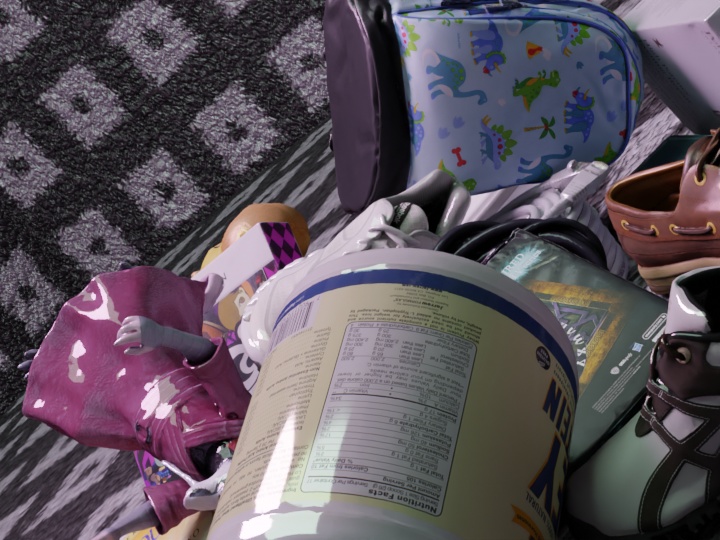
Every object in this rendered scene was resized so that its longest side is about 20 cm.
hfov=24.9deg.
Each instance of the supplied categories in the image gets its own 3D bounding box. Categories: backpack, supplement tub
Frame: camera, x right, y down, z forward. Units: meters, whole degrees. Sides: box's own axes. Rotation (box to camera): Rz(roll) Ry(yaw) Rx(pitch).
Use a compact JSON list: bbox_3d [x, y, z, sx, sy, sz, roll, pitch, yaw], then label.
[{"bbox_3d":[0.090,-0.121,1.101,0.199,0.164,0.154,-7,13,-24],"label":"backpack"},{"bbox_3d":[0.012,0.106,0.695,0.145,0.145,0.200,-34,30,42],"label":"supplement tub"}]

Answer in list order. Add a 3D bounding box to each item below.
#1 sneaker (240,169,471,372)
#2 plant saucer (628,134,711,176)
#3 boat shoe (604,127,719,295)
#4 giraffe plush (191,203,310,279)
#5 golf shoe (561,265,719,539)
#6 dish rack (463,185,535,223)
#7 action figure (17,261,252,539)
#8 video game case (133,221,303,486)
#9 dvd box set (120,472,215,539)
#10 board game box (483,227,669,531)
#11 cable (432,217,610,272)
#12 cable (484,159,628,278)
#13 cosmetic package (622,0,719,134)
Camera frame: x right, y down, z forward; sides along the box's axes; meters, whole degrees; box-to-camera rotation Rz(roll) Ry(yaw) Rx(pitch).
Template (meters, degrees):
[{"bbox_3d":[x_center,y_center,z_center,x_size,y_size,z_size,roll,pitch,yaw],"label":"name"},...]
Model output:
[{"bbox_3d":[0.000,0.000,0.986,0.200,0.075,0.081,-43,-5,-45],"label":"sneaker"},{"bbox_3d":[0.217,-0.062,1.051,0.070,0.019,0.200,-43,9,-3],"label":"plant saucer"},{"bbox_3d":[0.200,-0.041,0.873,0.072,0.068,0.200,-48,11,-27],"label":"boat shoe"},{"bbox_3d":[-0.046,0.019,1.190,0.200,0.162,0.173,-60,-23,-2],"label":"giraffe plush"},{"bbox_3d":[0.145,0.044,0.670,0.200,0.094,0.078,-38,12,35],"label":"golf shoe"},{"bbox_3d":[0.087,-0.047,1.427,0.200,0.044,0.172,-49,12,-27],"label":"dish rack"},{"bbox_3d":[-0.104,0.088,0.927,0.149,0.200,0.134,7,-68,-49],"label":"action figure"},{"bbox_3d":[-0.077,0.099,1.059,0.181,0.201,0.036,-37,-24,34],"label":"video game case"},{"bbox_3d":[-0.109,0.211,0.895,0.146,0.029,0.200,-47,32,14],"label":"dvd box set"},{"bbox_3d":[0.067,0.075,0.827,0.200,0.028,0.135,-45,45,-15],"label":"board game box"},{"bbox_3d":[0.066,0.053,0.898,0.200,0.051,0.163,-47,39,-5],"label":"cable"},{"bbox_3d":[0.080,0.030,1.053,0.200,0.069,0.200,-51,12,-30],"label":"cable"},{"bbox_3d":[0.243,-0.144,1.055,0.074,0.102,0.200,-43,8,-1],"label":"cosmetic package"}]
